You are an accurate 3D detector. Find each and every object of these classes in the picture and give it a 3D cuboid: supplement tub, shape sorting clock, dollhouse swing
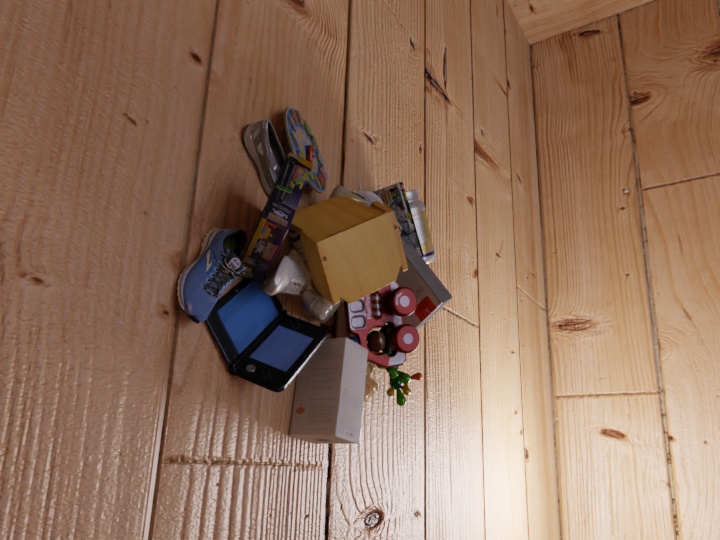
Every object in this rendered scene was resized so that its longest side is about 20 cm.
[{"bbox_3d":[0.121,-0.112,1.661,0.145,0.142,0.206,-23,102,-58],"label":"supplement tub"},{"bbox_3d":[-0.122,-0.274,1.359,0.200,0.038,0.206,-16,91,-77],"label":"shape sorting clock"},{"bbox_3d":[-0.040,-0.050,1.271,0.197,0.174,0.186,-25,108,-29],"label":"dollhouse swing"}]

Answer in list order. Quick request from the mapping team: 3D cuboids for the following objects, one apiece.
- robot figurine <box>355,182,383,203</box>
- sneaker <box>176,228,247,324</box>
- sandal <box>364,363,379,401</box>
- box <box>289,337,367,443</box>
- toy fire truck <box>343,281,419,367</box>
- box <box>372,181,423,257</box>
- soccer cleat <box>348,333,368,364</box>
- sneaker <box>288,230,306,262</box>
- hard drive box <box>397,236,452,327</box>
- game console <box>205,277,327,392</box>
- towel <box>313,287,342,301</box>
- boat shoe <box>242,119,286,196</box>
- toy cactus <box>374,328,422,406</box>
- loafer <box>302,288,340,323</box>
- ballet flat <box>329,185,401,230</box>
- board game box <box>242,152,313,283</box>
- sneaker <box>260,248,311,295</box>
[{"bbox_3d":[0.003,-0.114,1.494,0.170,0.110,0.205,54,38,-58],"label":"robot figurine"},{"bbox_3d":[-0.256,0.000,1.056,0.079,0.087,0.204,48,44,-40],"label":"sneaker"},{"bbox_3d":[0.016,0.268,1.460,0.079,0.068,0.214,60,37,-30],"label":"sandal"},{"bbox_3d":[-0.065,0.258,1.275,0.097,0.122,0.205,35,54,-50],"label":"box"},{"bbox_3d":[0.039,0.122,1.385,0.163,0.112,0.206,-4,88,-20],"label":"toy fire truck"},{"bbox_3d":[0.076,-0.114,1.577,0.040,0.134,0.205,-22,96,-61],"label":"box"},{"bbox_3d":[0.004,0.173,1.456,0.069,0.076,0.204,48,43,-41],"label":"soccer cleat"},{"bbox_3d":[-0.097,-0.107,1.366,0.081,0.072,0.201,61,35,-24],"label":"sneaker"},{"bbox_3d":[0.111,0.043,1.519,0.201,0.156,0.076,52,29,13],"label":"hard drive box"},{"bbox_3d":[-0.174,0.107,1.148,0.200,0.167,0.121,-48,149,-51],"label":"game console"},{"bbox_3d":[0.000,0.000,1.414,0.198,0.172,0.048,14,31,-49],"label":"towel"},{"bbox_3d":[-0.177,-0.220,1.267,0.075,0.063,0.205,-56,130,-48],"label":"boat shoe"},{"bbox_3d":[0.085,0.235,1.528,0.165,0.100,0.204,-128,-167,-86],"label":"toy cactus"},{"bbox_3d":[-0.087,0.070,1.295,0.070,0.069,0.200,-49,174,-6],"label":"loafer"},{"bbox_3d":[0.019,-0.143,1.406,0.197,0.067,0.064,26,52,-21],"label":"ballet flat"},{"bbox_3d":[-0.163,-0.096,1.137,0.056,0.200,0.169,22,55,-12],"label":"board game box"},{"bbox_3d":[-0.139,0.014,1.197,0.080,0.070,0.200,44,16,-4],"label":"sneaker"}]
